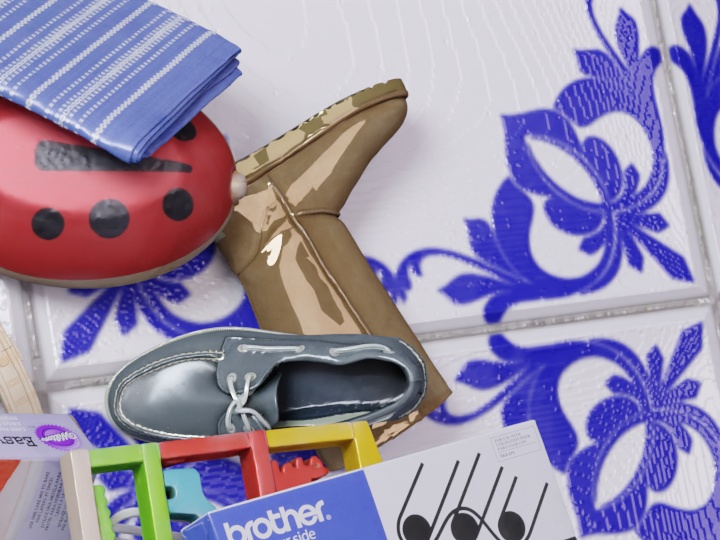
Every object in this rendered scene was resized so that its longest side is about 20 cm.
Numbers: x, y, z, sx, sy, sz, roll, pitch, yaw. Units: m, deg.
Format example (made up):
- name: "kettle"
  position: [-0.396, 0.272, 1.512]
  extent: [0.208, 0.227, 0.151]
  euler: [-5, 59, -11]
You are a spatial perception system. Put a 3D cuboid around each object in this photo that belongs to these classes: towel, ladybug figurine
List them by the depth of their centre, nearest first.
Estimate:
- name: "towel"
  position: [-0.182, -0.135, 1.119]
  extent: [0.199, 0.024, 0.145]
  euler: [26, 38, 10]
- name: "ladybug figurine"
  position: [-0.166, -0.060, 1.131]
  extent: [0.199, 0.072, 0.137]
  euler: [0, 80, -8]

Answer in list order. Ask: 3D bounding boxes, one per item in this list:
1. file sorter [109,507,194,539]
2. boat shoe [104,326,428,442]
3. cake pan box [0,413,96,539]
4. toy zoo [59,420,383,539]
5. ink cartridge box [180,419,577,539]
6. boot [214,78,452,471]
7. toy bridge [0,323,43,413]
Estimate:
- name: "file sorter"
  position: [-0.115, 0.213, 1.048]
  extent: [0.138, 0.200, 0.125]
  euler: [11, 70, -22]
- name: "boat shoe"
  position: [-0.058, 0.070, 1.146]
  extent: [0.199, 0.062, 0.073]
  euler: [-4, 91, -1]
- name: "cake pan box"
  position: [-0.246, 0.165, 0.967]
  extent: [0.183, 0.052, 0.201]
  euler: [8, 113, -38]
- name: "toy zoo"
  position: [-0.048, 0.148, 0.976]
  extent: [0.199, 0.020, 0.132]
  euler: [-4, 74, -28]
- name: "ink cartridge box"
  position: [0.016, 0.147, 0.970]
  extent: [0.199, 0.044, 0.095]
  euler: [-12, 76, -29]
- name: "boot"
  position: [0.000, 0.000, 1.221]
  extent: [0.175, 0.066, 0.201]
  euler: [-31, 91, -14]
- name: "toy bridge"
  position: [-0.217, 0.057, 1.108]
  extent: [0.027, 0.067, 0.201]
  euler: [-29, 91, -26]
